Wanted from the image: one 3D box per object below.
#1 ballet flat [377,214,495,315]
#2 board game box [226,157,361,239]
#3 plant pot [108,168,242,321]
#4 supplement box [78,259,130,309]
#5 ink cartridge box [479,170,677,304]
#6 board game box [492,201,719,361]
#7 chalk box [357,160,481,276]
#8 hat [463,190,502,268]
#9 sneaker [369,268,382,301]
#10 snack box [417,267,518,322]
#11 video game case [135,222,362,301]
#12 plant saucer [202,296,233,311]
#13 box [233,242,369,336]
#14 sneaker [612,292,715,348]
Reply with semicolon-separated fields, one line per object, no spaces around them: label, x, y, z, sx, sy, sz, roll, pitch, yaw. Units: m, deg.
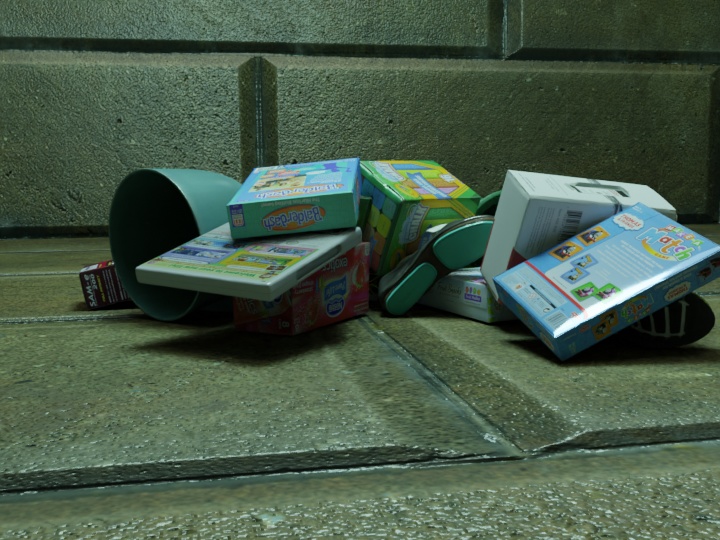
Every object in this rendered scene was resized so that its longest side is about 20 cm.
ballet flat;0.100;-0.021;1.118;0.199;0.068;0.069;-36;33;9
board game box;-0.076;-0.095;1.032;0.149;0.046;0.200;-5;19;5
plant pot;-0.225;-0.046;1.137;0.198;0.204;0.160;4;13;38
supplement box;-0.328;0.002;1.267;0.197;0.062;0.109;-15;9;-13
ink cartridge box;0.266;-0.034;1.012;0.197;0.149;0.083;5;28;-15
board game box;0.263;0.005;0.882;0.198;0.037;0.151;-27;28;-4
chalk box;0.052;-0.078;1.187;0.198;0.126;0.124;-7;36;-37
hat;0.178;-0.087;1.404;0.165;0.201;0.176;-39;37;-14
sneaker;0.000;0.000;1.232;0.197;0.075;0.085;-12;-34;-28
snack box;0.186;0.030;1.151;0.140;0.054;0.199;-3;6;-23
video game case;-0.126;-0.018;0.939;0.197;0.022;0.182;6;25;32
plant saucer;-0.168;0.032;1.264;0.196;0.037;0.200;-1;6;0
box;-0.072;0.017;1.066;0.094;0.101;0.199;4;8;29
sneaker;0.300;0.044;0.929;0.198;0.075;0.080;5;5;35
